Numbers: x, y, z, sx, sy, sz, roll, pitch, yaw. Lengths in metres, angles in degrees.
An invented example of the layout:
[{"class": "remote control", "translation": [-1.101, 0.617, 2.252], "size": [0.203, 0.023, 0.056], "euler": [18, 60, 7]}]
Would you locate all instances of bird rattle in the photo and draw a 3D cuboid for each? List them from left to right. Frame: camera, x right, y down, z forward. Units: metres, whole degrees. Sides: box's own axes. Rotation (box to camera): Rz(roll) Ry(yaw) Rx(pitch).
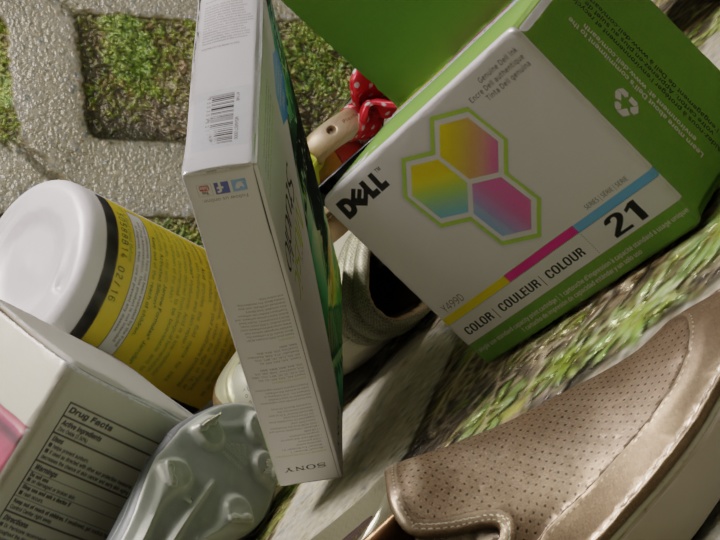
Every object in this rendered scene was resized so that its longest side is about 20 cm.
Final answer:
[{"class": "bird rattle", "translation": [-0.029, -0.136, 1.855], "size": [0.200, 0.113, 0.163], "euler": [-46, -10, -13]}]

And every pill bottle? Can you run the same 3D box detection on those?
[{"class": "pill bottle", "translation": [-0.130, 0.031, 1.097], "size": [0.111, 0.199, 0.112], "euler": [-22, 56, 36]}]

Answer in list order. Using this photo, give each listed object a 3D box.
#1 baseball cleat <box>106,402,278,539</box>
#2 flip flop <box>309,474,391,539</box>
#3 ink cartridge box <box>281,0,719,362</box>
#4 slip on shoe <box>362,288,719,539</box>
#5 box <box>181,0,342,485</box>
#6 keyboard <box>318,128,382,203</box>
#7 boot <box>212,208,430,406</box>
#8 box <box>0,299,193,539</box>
[{"class": "baseball cleat", "translation": [-0.112, 0.150, 0.905], "size": [0.106, 0.070, 0.200], "euler": [-39, 10, 45]}, {"class": "flip flop", "translation": [-0.057, 0.138, 0.672], "size": [0.200, 0.058, 0.081], "euler": [-43, 13, 11]}, {"class": "ink cartridge box", "translation": [0.036, -0.079, 0.724], "size": [0.148, 0.200, 0.076], "euler": [-39, 11, 49]}, {"class": "slip on shoe", "translation": [0.033, 0.073, 0.488], "size": [0.200, 0.061, 0.076], "euler": [-47, 7, 11]}, {"class": "box", "translation": [-0.041, -0.019, 0.832], "size": [0.036, 0.201, 0.145], "euler": [-7, 44, 5]}, {"class": "keyboard", "translation": [0.010, -0.033, 1.168], "size": [0.200, 0.040, 0.104], "euler": [-41, -33, 19]}, {"class": "boot", "translation": [0.000, 0.000, 1.038], "size": [0.155, 0.072, 0.201], "euler": [-42, 14, 40]}, {"class": "box", "translation": [-0.192, 0.131, 0.946], "size": [0.109, 0.128, 0.201], "euler": [30, 88, 41]}]
